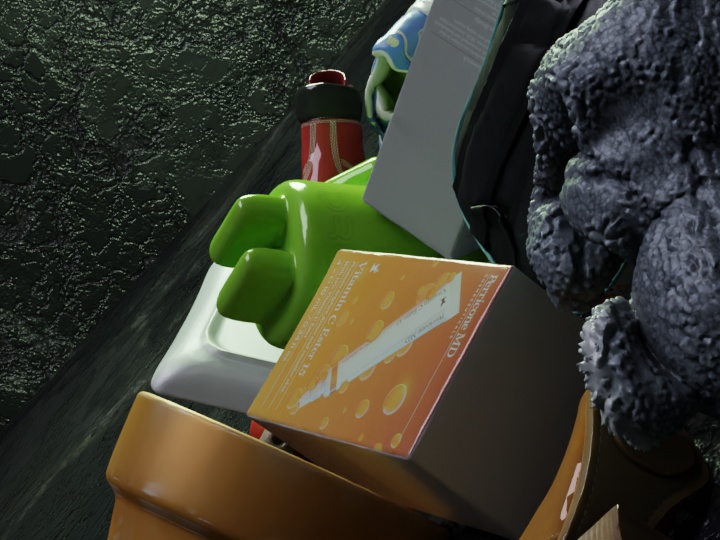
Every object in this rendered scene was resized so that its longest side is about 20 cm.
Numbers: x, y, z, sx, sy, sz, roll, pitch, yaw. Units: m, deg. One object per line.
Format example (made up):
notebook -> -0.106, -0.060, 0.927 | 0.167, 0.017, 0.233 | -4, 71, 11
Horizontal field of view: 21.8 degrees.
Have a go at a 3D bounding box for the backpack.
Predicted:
backpack -> 0.149, -0.078, 1.079 | 0.153, 0.176, 0.201 | -6, -45, -42

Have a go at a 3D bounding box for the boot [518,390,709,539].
boot -> 0.088, 0.140, 0.892 | 0.155, 0.074, 0.200 | -48, 8, 27

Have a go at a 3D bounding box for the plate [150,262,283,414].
plate -> -0.034, 0.046, 1.372 | 0.200, 0.198, 0.033 | -69, -11, -59

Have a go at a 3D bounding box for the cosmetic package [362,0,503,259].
cosmetic package -> 0.087, -0.117, 1.212 | 0.107, 0.090, 0.201 | -24, -42, -50

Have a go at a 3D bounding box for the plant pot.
plant pot -> -0.075, 0.194, 1.074 | 0.184, 0.199, 0.200 | -66, 14, -7

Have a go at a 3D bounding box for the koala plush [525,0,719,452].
koala plush -> 0.162, -0.013, 0.862 | 0.176, 0.184, 0.201 | -12, 50, 7

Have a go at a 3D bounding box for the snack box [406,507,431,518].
snack box -> 0.059, 0.099, 1.211 | 0.200, 0.037, 0.116 | -46, 11, 16

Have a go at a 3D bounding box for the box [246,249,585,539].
box -> 0.039, 0.068, 1.099 | 0.200, 0.097, 0.125 | 5, 62, 60

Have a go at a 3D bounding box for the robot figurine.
robot figurine -> 0.000, 0.000, 1.284 | 0.116, 0.198, 0.177 | 124, 143, -48

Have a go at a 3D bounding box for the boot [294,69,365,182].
boot -> -0.013, -0.075, 1.466 | 0.200, 0.072, 0.146 | 61, -154, -77

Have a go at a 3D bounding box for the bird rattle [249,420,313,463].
bird rattle -> -0.055, 0.137, 1.457 | 0.163, 0.112, 0.201 | 22, -91, -82

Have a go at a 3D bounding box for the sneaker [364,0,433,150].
sneaker -> 0.034, -0.120, 1.438 | 0.077, 0.076, 0.201 | -35, -37, -33
